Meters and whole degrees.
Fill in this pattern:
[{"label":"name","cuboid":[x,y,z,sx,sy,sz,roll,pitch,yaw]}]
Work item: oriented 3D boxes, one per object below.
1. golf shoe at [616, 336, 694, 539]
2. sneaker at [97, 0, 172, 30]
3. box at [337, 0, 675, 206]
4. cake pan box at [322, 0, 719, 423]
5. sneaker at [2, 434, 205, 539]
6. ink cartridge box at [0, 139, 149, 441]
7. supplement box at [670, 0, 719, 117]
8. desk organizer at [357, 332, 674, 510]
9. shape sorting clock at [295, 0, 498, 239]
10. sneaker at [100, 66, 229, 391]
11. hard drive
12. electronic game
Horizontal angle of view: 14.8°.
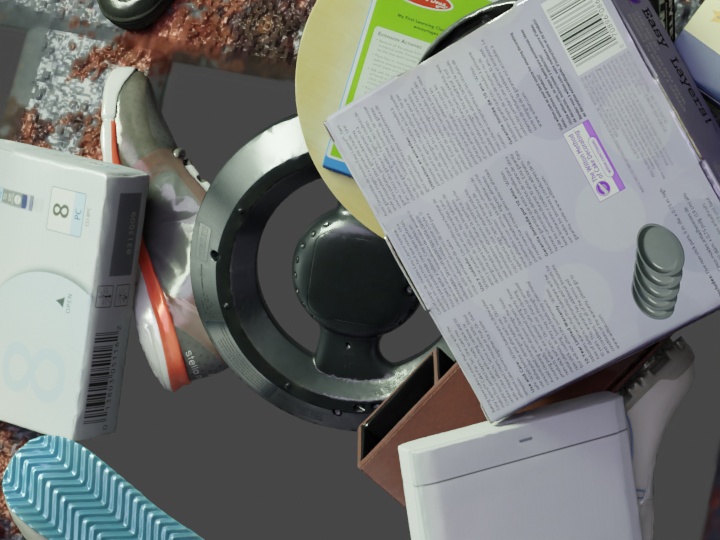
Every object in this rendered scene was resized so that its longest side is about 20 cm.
[{"label":"golf shoe","cuboid":[0.139,0.132,1.565,0.097,0.078,0.200,39,88,-6]},{"label":"sneaker","cuboid":[-0.128,-0.255,1.707,0.060,0.104,0.200,20,84,20]},{"label":"box","cuboid":[0.080,-0.099,1.577,0.200,0.050,0.199,5,118,19]},{"label":"cake pan box","cuboid":[0.099,-0.045,1.447,0.184,0.052,0.200,-31,88,28]},{"label":"sneaker","cuboid":[-0.127,0.175,1.621,0.077,0.081,0.200,-43,90,-10]},{"label":"ink cartridge box","cuboid":[-0.225,0.002,1.662,0.200,0.047,0.160,13,100,30]},{"label":"supplement box","cuboid":[0.292,-0.133,1.491,0.134,0.200,0.200,38,96,21]},{"label":"desk organizer","cuboid":[0.091,0.056,1.550,0.077,0.072,0.200,41,103,-11]},{"label":"shape sorting clock","cuboid":[0.063,-0.099,1.518,0.200,0.039,0.200,4,112,10]},{"label":"sneaker","cuboid":[-0.104,-0.030,1.671,0.082,0.077,0.200,-13,84,3]},{"label":"hard drive","cuboid":[0.095,0.178,1.497,0.132,0.027,0.200,-13,102,-25]},{"label":"electronic game","cuboid":[0.000,0.000,1.597,0.200,0.042,0.200,2,111,6]}]
